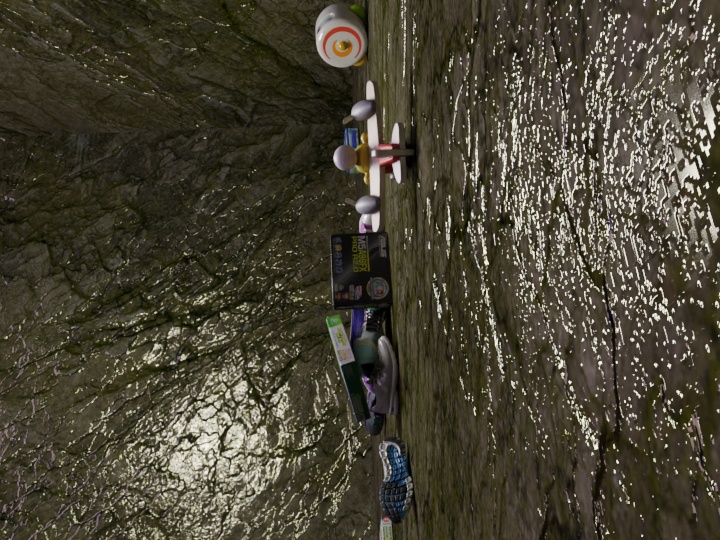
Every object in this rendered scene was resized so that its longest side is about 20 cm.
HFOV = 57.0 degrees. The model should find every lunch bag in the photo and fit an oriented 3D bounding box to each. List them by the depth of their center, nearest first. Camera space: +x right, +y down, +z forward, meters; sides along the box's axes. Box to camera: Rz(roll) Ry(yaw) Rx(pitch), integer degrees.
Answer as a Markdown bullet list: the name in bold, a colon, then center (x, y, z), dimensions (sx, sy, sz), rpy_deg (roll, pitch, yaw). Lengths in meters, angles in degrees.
- **lunch bag**: center (-0.041, -0.602, 3.313), dimensions (0.162, 0.080, 0.204), rpy_deg (96, 171, -59)

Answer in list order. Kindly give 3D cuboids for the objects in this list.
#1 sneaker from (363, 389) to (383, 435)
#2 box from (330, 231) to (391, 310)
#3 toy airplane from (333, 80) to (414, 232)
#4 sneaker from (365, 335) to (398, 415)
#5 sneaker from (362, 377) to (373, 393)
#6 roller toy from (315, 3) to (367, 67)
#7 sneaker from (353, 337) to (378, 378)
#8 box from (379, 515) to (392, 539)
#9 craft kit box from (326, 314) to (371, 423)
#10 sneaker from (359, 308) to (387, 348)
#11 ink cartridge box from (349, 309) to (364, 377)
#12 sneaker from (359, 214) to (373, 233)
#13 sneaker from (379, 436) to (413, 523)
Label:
- **sneaker**: center (0.049, 0.489, 2.222), dimensions (0.088, 0.073, 0.204), rpy_deg (-107, 14, -61)
- **box**: center (0.000, 0.000, 1.775), dimensions (0.044, 0.156, 0.205), rpy_deg (89, 179, -69)
- **toy airplane**: center (0.021, -0.202, 1.188), dimensions (0.201, 0.138, 0.203), rpy_deg (91, 176, -51)
- **sneaker**: center (0.053, 0.266, 1.656), dimensions (0.075, 0.080, 0.205), rpy_deg (-120, 26, -83)
- **sneaker**: center (0.047, 0.277, 2.009), dimensions (0.088, 0.079, 0.205), rpy_deg (-169, 77, -80)
- **roller toy**: center (-0.065, -0.807, 2.295), dimensions (0.202, 0.178, 0.142), rpy_deg (90, 176, -49)
- **sneaker**: center (0.029, 0.254, 1.742), dimensions (0.200, 0.072, 0.084), rpy_deg (48, -142, -50)
- **box**: center (0.085, 0.891, 2.179), dimensions (0.202, 0.034, 0.112), rpy_deg (90, 177, -53)
- **craft kit box**: center (-0.032, 0.253, 1.720), dimensions (0.198, 0.048, 0.203), rpy_deg (-118, 12, -55)
- **sneaker**: center (0.036, 0.117, 1.816), dimensions (0.202, 0.082, 0.123), rpy_deg (-78, -16, -50)
- **ink cartridge box**: center (-0.004, 0.175, 1.916), dimensions (0.202, 0.042, 0.202), rpy_deg (85, -173, -57)
- **sneaker**: center (0.028, -0.067, 1.921), dimensions (0.115, 0.071, 0.204), rpy_deg (-89, 4, -54)
- **sneaker**: center (0.083, 0.467, 1.444), dimensions (0.202, 0.073, 0.088), rpy_deg (-87, -14, -54)
